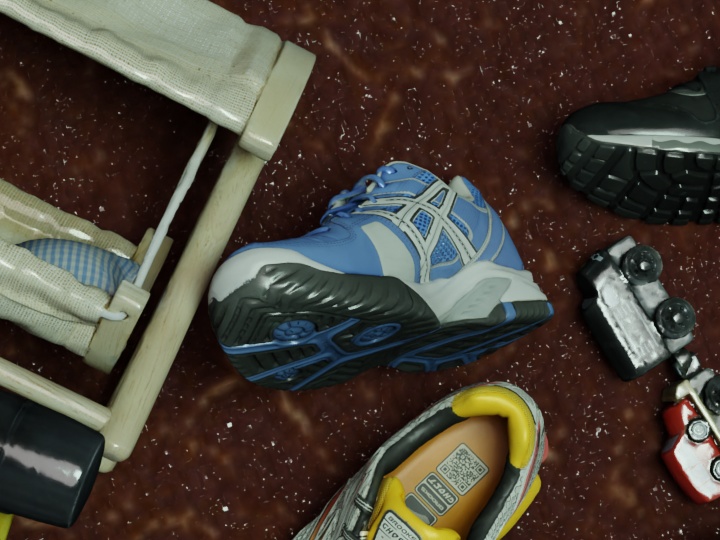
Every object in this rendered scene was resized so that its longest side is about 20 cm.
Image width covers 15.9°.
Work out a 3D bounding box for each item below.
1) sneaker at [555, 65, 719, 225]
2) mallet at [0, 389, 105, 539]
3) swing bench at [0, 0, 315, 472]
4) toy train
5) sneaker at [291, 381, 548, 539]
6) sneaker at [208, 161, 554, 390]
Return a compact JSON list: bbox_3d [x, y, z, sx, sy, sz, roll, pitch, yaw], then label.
[{"bbox_3d":[0.179,-0.072,1.136,0.199,0.076,0.088,2,69,-14],"label":"sneaker"},{"bbox_3d":[-0.159,0.118,0.997,0.066,0.200,0.041,28,40,-3],"label":"mallet"},{"bbox_3d":[-0.144,-0.051,1.035,0.198,0.130,0.201,26,81,-5],"label":"swing bench"},{"bbox_3d":[0.154,0.078,1.123,0.046,0.034,0.200,-32,90,-10],"label":"toy train"},{"bbox_3d":[0.002,0.121,1.063,0.078,0.082,0.200,37,79,8],"label":"sneaker"},{"bbox_3d":[0.000,0.000,1.050,0.076,0.200,0.077,-29,74,29],"label":"sneaker"}]
